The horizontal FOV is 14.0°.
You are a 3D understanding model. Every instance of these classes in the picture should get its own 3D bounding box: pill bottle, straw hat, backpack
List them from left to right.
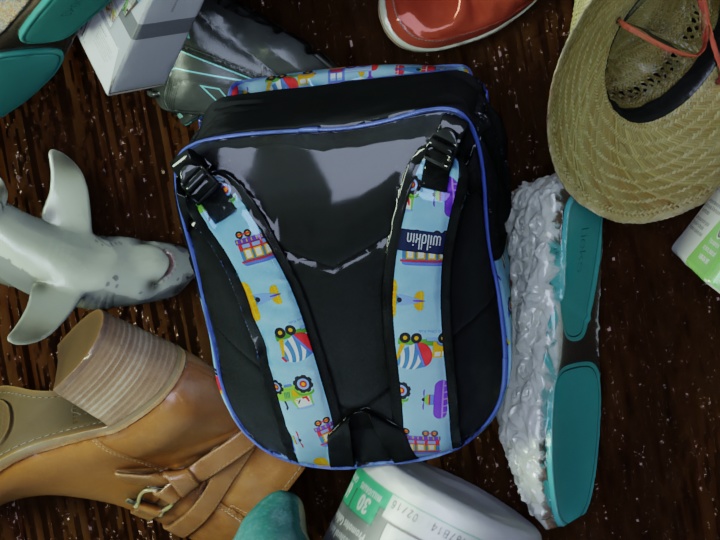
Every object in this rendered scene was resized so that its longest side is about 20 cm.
[{"bbox_3d":[0.000,0.000,1.601,0.181,0.135,0.201,-7,109,9],"label":"backpack"},{"bbox_3d":[0.011,0.211,1.639,0.113,0.113,0.201,26,94,6],"label":"pill bottle"},{"bbox_3d":[0.161,-0.134,1.622,0.201,0.201,0.085,-53,46,5],"label":"straw hat"}]

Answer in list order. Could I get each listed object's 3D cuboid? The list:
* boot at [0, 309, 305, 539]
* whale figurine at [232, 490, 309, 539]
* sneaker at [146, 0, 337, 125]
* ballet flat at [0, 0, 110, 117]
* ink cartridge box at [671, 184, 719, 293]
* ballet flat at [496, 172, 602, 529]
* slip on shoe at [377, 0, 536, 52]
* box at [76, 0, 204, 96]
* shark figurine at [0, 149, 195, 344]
[{"bbox_3d":[-0.140,0.115,1.681,0.155,0.077,0.200,34,122,-23],"label":"boot"},{"bbox_3d":[-0.106,0.203,1.615,0.104,0.159,0.200,31,111,-34],"label":"whale figurine"},{"bbox_3d":[-0.106,-0.133,1.665,0.199,0.075,0.080,34,97,5],"label":"sneaker"},{"bbox_3d":[-0.183,-0.143,1.577,0.200,0.068,0.068,-36,64,47],"label":"ballet flat"},{"bbox_3d":[0.266,-0.059,1.580,0.084,0.146,0.200,36,95,-5],"label":"ink cartridge box"},{"bbox_3d":[0.102,0.044,1.657,0.071,0.072,0.202,4,90,7],"label":"ballet flat"},{"bbox_3d":[0.096,-0.189,1.646,0.199,0.061,0.074,-28,90,8],"label":"slip on shoe"},{"bbox_3d":[-0.121,-0.215,1.541,0.041,0.200,0.156,-14,62,-30],"label":"box"},{"bbox_3d":[-0.210,-0.031,1.683,0.214,0.089,0.128,44,62,-4],"label":"shark figurine"}]
